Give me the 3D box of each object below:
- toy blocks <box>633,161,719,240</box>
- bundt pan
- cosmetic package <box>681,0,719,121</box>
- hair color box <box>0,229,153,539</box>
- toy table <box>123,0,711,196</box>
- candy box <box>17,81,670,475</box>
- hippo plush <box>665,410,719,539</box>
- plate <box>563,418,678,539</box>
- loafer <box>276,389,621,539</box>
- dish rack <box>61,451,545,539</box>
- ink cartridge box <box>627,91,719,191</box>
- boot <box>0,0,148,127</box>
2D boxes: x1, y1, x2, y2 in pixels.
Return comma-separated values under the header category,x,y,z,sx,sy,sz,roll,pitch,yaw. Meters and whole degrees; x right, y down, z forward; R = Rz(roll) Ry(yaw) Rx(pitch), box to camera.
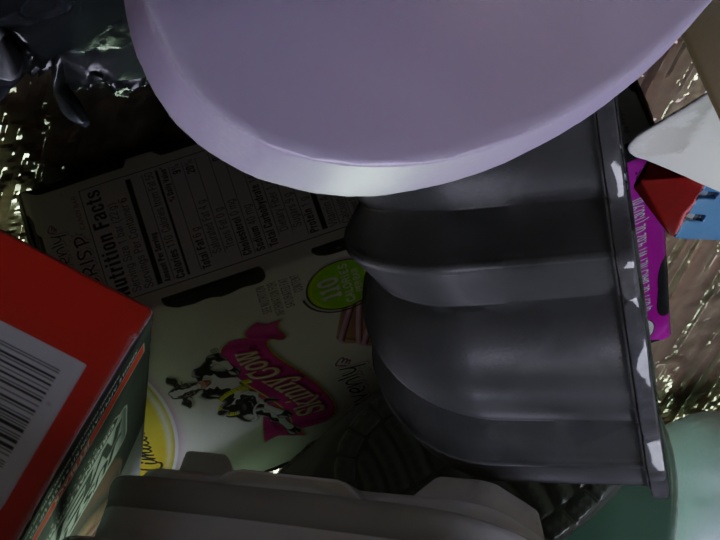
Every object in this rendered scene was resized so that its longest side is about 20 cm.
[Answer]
category,x,y,z,sx,sy,sz,roll,pitch,yaw
toy blocks,0.160,-0.081,0.847,0.137,0.100,0.200,2,130,-36
bundt pan,0.035,-0.032,0.760,0.076,0.202,0.202,-8,150,5
cosmetic package,0.120,-0.107,0.687,0.103,0.200,0.073,-34,147,21
hair color box,-0.114,0.075,0.856,0.061,0.102,0.200,27,158,5
toy table,0.038,-0.115,0.575,0.184,0.200,0.117,31,158,-3
candy box,0.000,0.000,0.924,0.200,0.061,0.136,-18,150,-2
hippo plush,0.147,0.133,1.183,0.161,0.159,0.200,37,107,-20
plate,0.025,0.108,0.990,0.200,0.200,0.026,-33,128,22
loafer,0.008,0.078,0.944,0.200,0.075,0.070,-28,-176,13
dish rack,0.028,0.103,0.822,0.172,0.044,0.200,3,159,41
ink cartridge box,0.184,-0.035,0.746,0.200,0.068,0.116,-27,150,35
boot,-0.055,-0.127,0.681,0.198,0.073,0.162,-45,152,15
